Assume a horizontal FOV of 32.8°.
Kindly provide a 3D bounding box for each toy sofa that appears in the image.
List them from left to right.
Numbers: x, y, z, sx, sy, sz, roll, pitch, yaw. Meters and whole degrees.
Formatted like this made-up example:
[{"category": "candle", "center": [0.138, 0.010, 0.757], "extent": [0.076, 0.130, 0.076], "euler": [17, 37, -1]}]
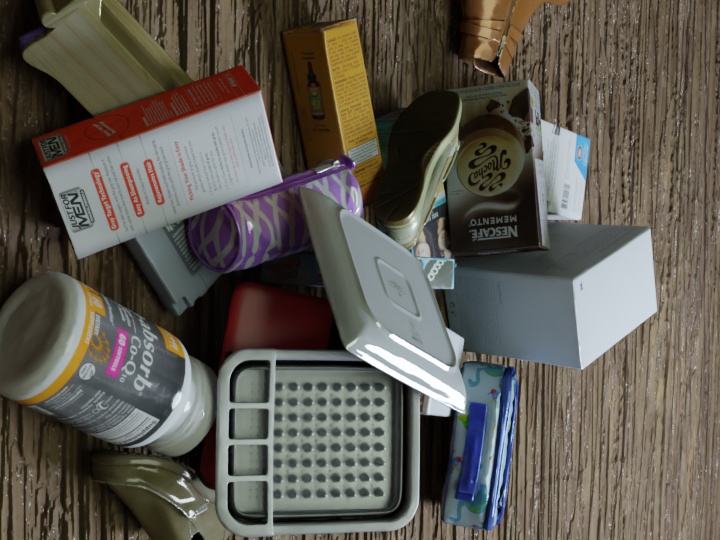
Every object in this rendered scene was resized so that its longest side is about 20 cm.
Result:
[{"category": "toy sofa", "center": [-0.216, -0.185, 1.103], "extent": [0.097, 0.083, 0.200], "euler": [-37, 131, 8]}]

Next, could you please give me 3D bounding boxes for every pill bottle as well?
[{"category": "pill bottle", "center": [-0.224, 0.091, 1.093], "extent": [0.200, 0.116, 0.117], "euler": [35, 68, -45]}]

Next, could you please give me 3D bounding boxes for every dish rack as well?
[{"category": "dish rack", "center": [-0.043, 0.162, 1.164], "extent": [0.198, 0.044, 0.174], "euler": [2, 85, -16]}]

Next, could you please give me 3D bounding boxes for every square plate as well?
[{"category": "square plate", "center": [0.028, 0.025, 1.186], "extent": [0.199, 0.028, 0.199], "euler": [32, 31, -45]}]

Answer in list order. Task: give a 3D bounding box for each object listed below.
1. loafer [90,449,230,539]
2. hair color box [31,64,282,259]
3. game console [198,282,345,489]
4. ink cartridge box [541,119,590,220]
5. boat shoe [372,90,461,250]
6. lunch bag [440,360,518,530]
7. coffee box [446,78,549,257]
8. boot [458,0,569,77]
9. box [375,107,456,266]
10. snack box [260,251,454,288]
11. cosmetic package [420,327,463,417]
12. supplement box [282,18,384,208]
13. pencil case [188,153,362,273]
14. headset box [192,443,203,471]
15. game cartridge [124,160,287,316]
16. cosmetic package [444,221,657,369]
[{"category": "loafer", "center": [-0.186, 0.227, 1.181], "extent": [0.200, 0.075, 0.068], "euler": [37, 60, -44]}, {"category": "hair color box", "center": [-0.178, -0.097, 1.086], "extent": [0.198, 0.061, 0.102], "euler": [-21, 129, -13]}, {"category": "game console", "center": [-0.069, 0.128, 1.238], "extent": [0.172, 0.117, 0.202], "euler": [37, 63, -76]}, {"category": "ink cartridge box", "center": [0.223, -0.139, 1.627], "extent": [0.199, 0.067, 0.117], "euler": [11, 85, -49]}, {"category": "boat shoe", "center": [0.069, -0.116, 1.370], "extent": [0.063, 0.072, 0.202], "euler": [67, 34, -49]}, {"category": "lunch bag", "center": [0.148, 0.216, 1.516], "extent": [0.161, 0.081, 0.202], "euler": [19, 79, -81]}, {"category": "coffee box", "center": [0.165, -0.121, 1.491], "extent": [0.080, 0.112, 0.202], "euler": [10, 75, -72]}, {"category": "boot", "center": [0.197, -0.326, 1.580], "extent": [0.198, 0.073, 0.157], "euler": [9, 86, -37]}, {"category": "box", "center": [0.059, -0.087, 1.455], "extent": [0.082, 0.049, 0.202], "euler": [-28, 114, -44]}, {"category": "snack box", "center": [0.000, 0.000, 1.344], "extent": [0.199, 0.115, 0.038], "euler": [2, 90, -49]}, {"category": "cosmetic package", "center": [0.068, 0.114, 1.405], "extent": [0.200, 0.073, 0.103], "euler": [34, 64, -74]}, {"category": "supplement box", "center": [-0.027, -0.170, 1.336], "extent": [0.069, 0.066, 0.202], "euler": [-30, 116, -43]}, {"category": "pencil case", "center": [-0.079, -0.058, 1.218], "extent": [0.199, 0.084, 0.086], "euler": [-24, 146, -47]}, {"category": "headset box", "center": [-0.072, 0.150, 1.306], "extent": [0.149, 0.077, 0.202], "euler": [39, 66, -43]}, {"category": "game cartridge", "center": [-0.157, -0.070, 1.219], "extent": [0.200, 0.041, 0.134], "euler": [-51, 125, -33]}, {"category": "cosmetic package", "center": [0.245, 0.024, 1.568], "extent": [0.199, 0.199, 0.124], "euler": [-28, 114, -44]}]
